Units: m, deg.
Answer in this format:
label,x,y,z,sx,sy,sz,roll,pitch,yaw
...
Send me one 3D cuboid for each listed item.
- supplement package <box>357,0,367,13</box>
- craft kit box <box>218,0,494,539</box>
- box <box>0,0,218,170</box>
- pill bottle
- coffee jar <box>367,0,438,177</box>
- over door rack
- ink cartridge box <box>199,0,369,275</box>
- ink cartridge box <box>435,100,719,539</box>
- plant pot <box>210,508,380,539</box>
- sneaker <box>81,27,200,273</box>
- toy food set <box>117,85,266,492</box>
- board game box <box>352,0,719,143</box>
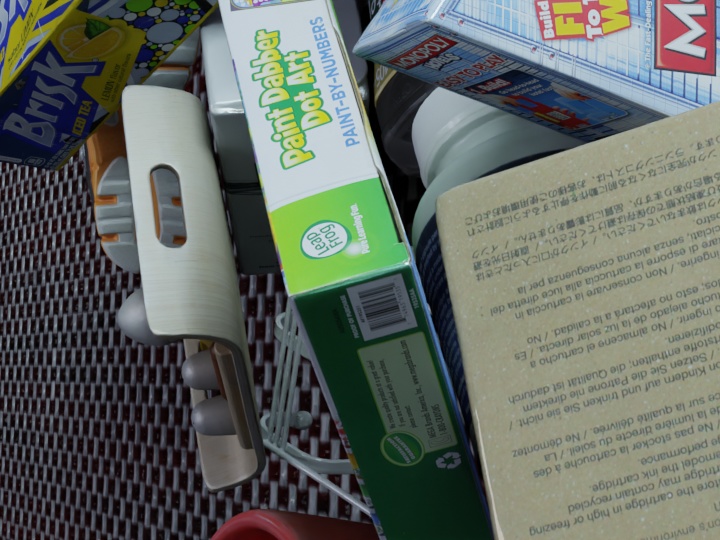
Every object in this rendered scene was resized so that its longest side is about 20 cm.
label,x,y,z,sx,sy,sz,roll,pitch,yaw
supplement package,-0.035,-0.258,1.012,0.200,0.111,0.156,126,138,-49
craft kit box,0.000,0.000,0.651,0.200,0.048,0.198,72,-176,-45
box,-0.145,-0.127,0.895,0.200,0.070,0.064,-37,54,45
pill bottle,0.085,0.009,0.733,0.111,0.111,0.200,-58,38,45
coffee jar,0.046,-0.148,0.862,0.104,0.085,0.200,-43,50,54
over door rack,0.025,0.069,0.902,0.200,0.067,0.148,38,128,45
ink cartridge box,-0.042,-0.105,0.958,0.200,0.083,0.147,89,174,-65
ink cartridge box,0.137,0.029,0.544,0.200,0.075,0.165,-17,65,18
plant pot,0.031,0.200,0.743,0.200,0.177,0.201,-177,90,-64
sneaker,-0.138,-0.102,1.030,0.077,0.078,0.200,-127,38,-72
toy food set,-0.095,0.015,0.920,0.200,0.060,0.144,87,173,-61
board game box,0.099,-0.122,0.617,0.062,0.200,0.200,168,103,-64
